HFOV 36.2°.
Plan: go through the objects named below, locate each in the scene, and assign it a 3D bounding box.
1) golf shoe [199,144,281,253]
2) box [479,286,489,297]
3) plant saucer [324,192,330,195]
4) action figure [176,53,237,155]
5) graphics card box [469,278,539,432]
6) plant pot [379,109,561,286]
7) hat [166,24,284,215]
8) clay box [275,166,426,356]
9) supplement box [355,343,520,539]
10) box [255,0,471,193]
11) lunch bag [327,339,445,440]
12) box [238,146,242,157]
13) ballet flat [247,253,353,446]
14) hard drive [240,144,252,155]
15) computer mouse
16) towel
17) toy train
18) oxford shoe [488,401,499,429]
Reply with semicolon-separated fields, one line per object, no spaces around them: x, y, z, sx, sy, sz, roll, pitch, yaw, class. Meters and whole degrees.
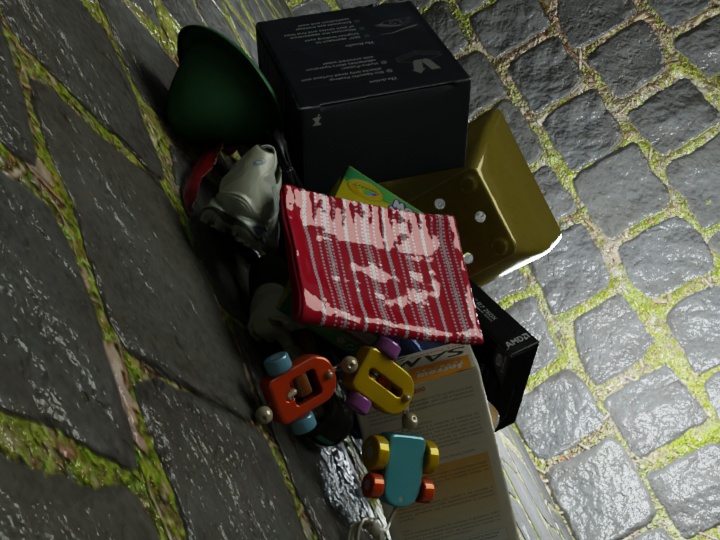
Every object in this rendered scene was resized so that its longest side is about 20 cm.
-0.101;-0.073;1.088;0.077;0.099;0.200;26;-1;-4;golf shoe
0.090;0.112;1.358;0.068;0.198;0.083;48;12;-52;box
0.000;0.000;1.248;0.202;0.198;0.031;58;41;-8;plant saucer
-0.163;-0.222;1.367;0.065;0.098;0.202;48;16;-47;action figure
0.109;0.074;1.247;0.200;0.050;0.127;45;-41;37;graphics card box
0.128;-0.066;1.381;0.196;0.193;0.200;61;14;-6;plant pot
-0.192;-0.147;1.178;0.166;0.176;0.200;45;-22;-2;hat
0.006;-0.015;1.063;0.114;0.048;0.202;31;47;-9;clay box
0.073;0.184;1.075;0.074;0.124;0.203;-95;171;-72;supplement box
-0.001;-0.200;1.247;0.201;0.193;0.119;-117;-160;-47;box
0.014;0.099;1.160;0.201;0.132;0.136;49;12;-9;lunch bag
-0.046;-0.080;1.449;0.202;0.116;0.197;64;8;23;box
-0.064;0.069;1.034;0.068;0.068;0.202;12;47;-62;ballet flat
-0.028;-0.160;1.326;0.132;0.199;0.026;39;-32;30;hard drive
-0.067;-0.040;1.169;0.202;0.045;0.142;97;-21;-49;computer mouse
0.019;-0.005;1.015;0.197;0.023;0.147;9;54;-28;towel
-0.013;0.142;0.972;0.055;0.149;0.202;2;-58;59;toy train
0.095;0.200;1.222;0.057;0.201;0.076;30;48;-2;oxford shoe
